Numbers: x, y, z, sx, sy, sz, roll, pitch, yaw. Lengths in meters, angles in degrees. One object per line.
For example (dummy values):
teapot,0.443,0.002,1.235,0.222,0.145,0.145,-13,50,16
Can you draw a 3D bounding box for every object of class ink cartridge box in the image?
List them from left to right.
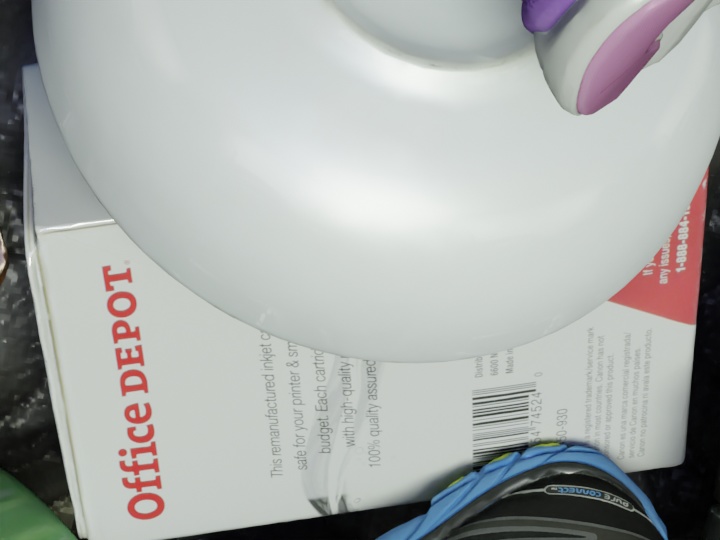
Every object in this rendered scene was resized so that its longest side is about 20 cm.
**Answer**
ink cartridge box,0.000,0.000,0.783,0.199,0.083,0.147,-7,135,-5

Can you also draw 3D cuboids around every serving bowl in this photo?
serving bowl,0.014,-0.080,0.672,0.199,0.066,0.201,4,70,-12

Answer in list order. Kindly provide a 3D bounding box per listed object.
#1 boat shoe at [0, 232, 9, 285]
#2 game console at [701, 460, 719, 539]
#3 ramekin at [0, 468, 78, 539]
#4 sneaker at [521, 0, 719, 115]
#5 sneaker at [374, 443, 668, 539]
boat shoe,-0.204,0.027,0.785,0.199,0.074,0.076,-25,98,-14
game console,0.207,0.089,0.771,0.199,0.176,0.117,14,146,9
ramekin,-0.163,0.147,0.784,0.199,0.098,0.201,6,102,27
sneaker,0.084,-0.121,0.638,0.088,0.200,0.081,44,135,7
sneaker,0.012,0.131,0.766,0.199,0.083,0.071,-35,130,-5
